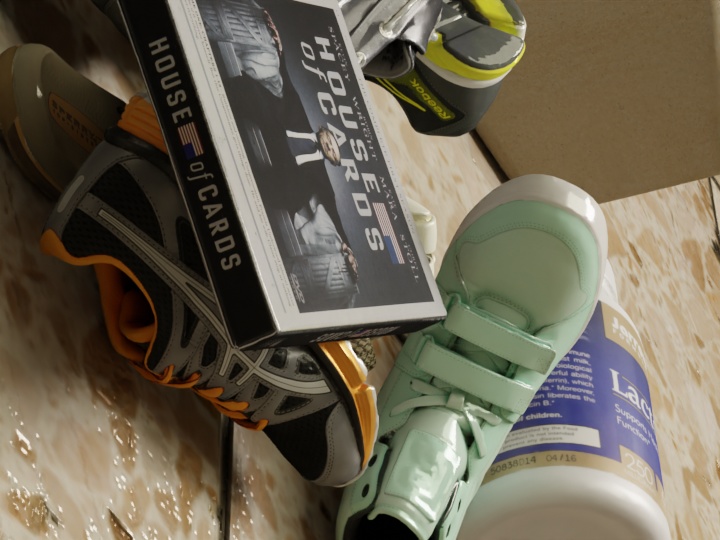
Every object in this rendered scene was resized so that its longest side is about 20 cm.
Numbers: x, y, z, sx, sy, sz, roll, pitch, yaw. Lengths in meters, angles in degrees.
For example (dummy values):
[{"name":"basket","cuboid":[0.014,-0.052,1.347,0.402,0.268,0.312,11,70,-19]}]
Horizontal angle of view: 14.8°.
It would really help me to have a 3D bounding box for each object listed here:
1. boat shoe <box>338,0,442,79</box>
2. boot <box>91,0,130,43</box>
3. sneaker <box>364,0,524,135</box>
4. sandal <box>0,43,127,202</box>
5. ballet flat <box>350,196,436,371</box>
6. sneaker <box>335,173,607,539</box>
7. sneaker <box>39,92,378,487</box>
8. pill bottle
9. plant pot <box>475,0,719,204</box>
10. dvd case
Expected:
[{"name":"boat shoe","cuboid":[0.006,-0.125,1.320,0.200,0.072,0.068,-40,102,-38]},{"name":"boot","cuboid":[-0.125,-0.171,1.197,0.200,0.073,0.182,39,13,-16]},{"name":"sneaker","cuboid":[0.000,-0.146,1.432,0.074,0.085,0.200,-21,57,-32]},{"name":"sandal","cuboid":[-0.082,-0.042,1.181,0.200,0.054,0.081,39,32,-51]},{"name":"ballet flat","cuboid":[0.000,0.000,1.307,0.200,0.075,0.068,-74,152,-62]},{"name":"sneaker","cuboid":[0.050,0.058,1.223,0.073,0.201,0.118,24,37,-6]},{"name":"sneaker","cuboid":[-0.062,0.022,1.135,0.078,0.077,0.200,21,-30,55]},{"name":"pill bottle","cuboid":[0.090,0.076,1.392,0.116,0.115,0.201,50,25,-36]},{"name":"plant pot","cuboid":[0.158,-0.147,1.735,0.200,0.199,0.178,-57,130,-67]},{"name":"dvd case","cuboid":[-0.028,-0.045,1.106,0.200,0.025,0.151,-3,73,-70]}]
